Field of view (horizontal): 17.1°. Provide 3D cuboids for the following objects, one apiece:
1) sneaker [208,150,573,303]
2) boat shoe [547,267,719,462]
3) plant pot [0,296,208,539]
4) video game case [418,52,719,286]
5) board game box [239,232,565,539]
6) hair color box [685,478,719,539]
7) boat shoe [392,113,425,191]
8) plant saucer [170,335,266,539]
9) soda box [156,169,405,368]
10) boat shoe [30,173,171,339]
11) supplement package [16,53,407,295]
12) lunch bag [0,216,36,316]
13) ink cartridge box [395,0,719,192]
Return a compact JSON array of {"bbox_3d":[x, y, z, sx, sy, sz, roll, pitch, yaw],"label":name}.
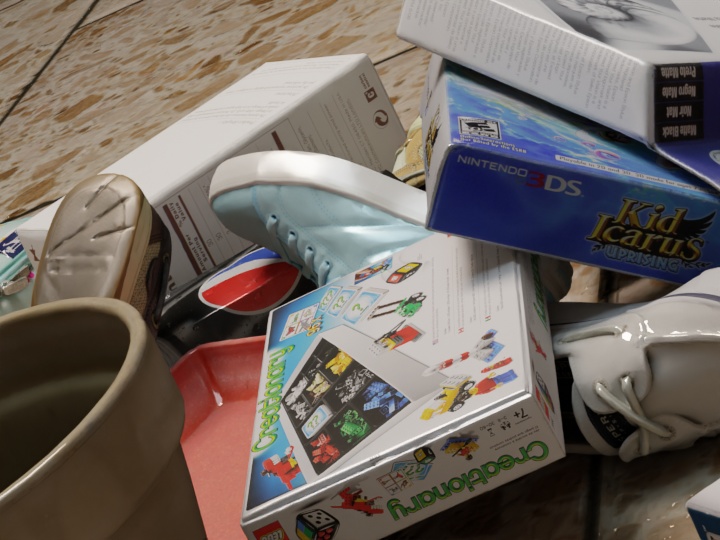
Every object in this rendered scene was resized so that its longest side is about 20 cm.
[{"bbox_3d":[0.000,0.000,1.179,0.199,0.074,0.082,16,65,28],"label":"sneaker"},{"bbox_3d":[0.115,0.046,0.989,0.066,0.072,0.200,-44,23,-29],"label":"boat shoe"},{"bbox_3d":[-0.128,0.136,0.905,0.199,0.174,0.200,-25,19,10],"label":"plant pot"},{"bbox_3d":[0.128,-0.045,1.083,0.199,0.046,0.181,12,19,-4],"label":"video game case"},{"bbox_3d":[0.017,0.045,0.998,0.126,0.035,0.200,-25,20,12],"label":"board game box"},{"bbox_3d":[0.204,0.088,0.756,0.100,0.061,0.200,-33,19,-19],"label":"hair color box"},{"bbox_3d":[0.097,-0.046,1.276,0.200,0.072,0.076,-1,44,44],"label":"boat shoe"},{"bbox_3d":[-0.051,0.093,1.069,0.199,0.037,0.200,-9,28,40],"label":"plant saucer"},{"bbox_3d":[-0.048,0.027,1.269,0.200,0.071,0.063,-30,22,-8],"label":"soda box"},{"bbox_3d":[-0.134,0.054,1.180,0.073,0.065,0.201,7,72,37],"label":"boat shoe"},{"bbox_3d":[-0.073,-0.025,1.377,0.200,0.118,0.117,-36,20,-27],"label":"supplement package"},{"bbox_3d":[-0.279,0.038,1.560,0.200,0.077,0.160,-10,24,42],"label":"lunch bag"},{"bbox_3d":[0.152,-0.095,1.106,0.200,0.041,0.199,29,24,36],"label":"ink cartridge box"}]
